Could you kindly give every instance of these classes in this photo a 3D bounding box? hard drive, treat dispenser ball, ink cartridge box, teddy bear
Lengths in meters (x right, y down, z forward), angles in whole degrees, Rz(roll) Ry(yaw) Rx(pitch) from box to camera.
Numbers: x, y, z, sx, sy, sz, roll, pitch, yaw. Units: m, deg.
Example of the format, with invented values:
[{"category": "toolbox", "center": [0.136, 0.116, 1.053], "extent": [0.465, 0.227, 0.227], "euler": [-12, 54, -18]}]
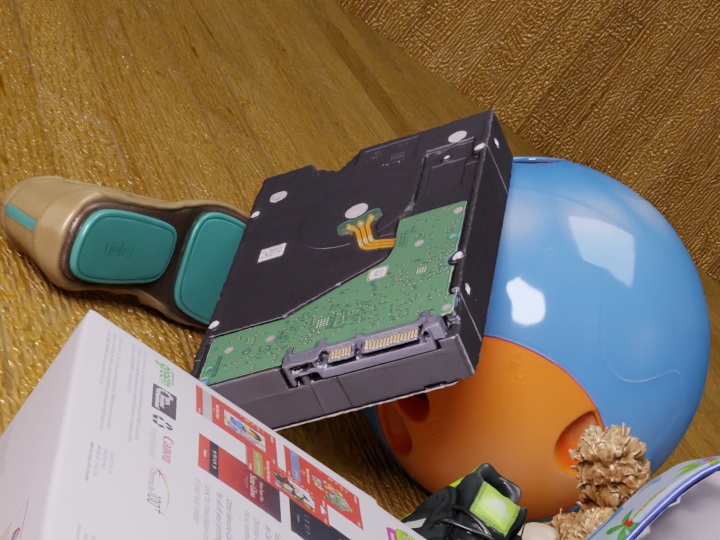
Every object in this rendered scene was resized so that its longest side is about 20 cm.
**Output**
[{"category": "hard drive", "center": [0.000, 0.000, 0.976], "extent": [0.200, 0.139, 0.038], "euler": [-75, 144, -57]}, {"category": "treat dispenser ball", "center": [0.093, 0.038, 1.091], "extent": [0.200, 0.201, 0.201], "euler": [37, 11, -9]}, {"category": "ink cartridge box", "center": [-0.043, 0.122, 0.630], "extent": [0.175, 0.084, 0.200], "euler": [34, 12, -13]}, {"category": "teddy bear", "center": [0.099, 0.146, 0.883], "extent": [0.066, 0.146, 0.200], "euler": [5, 16, -6]}]

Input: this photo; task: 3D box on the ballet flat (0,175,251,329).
[{"category": "ballet flat", "center": [-0.110, -0.015, 1.020], "extent": [0.063, 0.069, 0.200], "euler": [24, 1, 30]}]

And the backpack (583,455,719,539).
[{"category": "backpack", "center": [0.133, 0.169, 0.710], "extent": [0.183, 0.200, 0.147], "euler": [38, -5, 6]}]

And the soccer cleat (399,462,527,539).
[{"category": "soccer cleat", "center": [0.034, 0.131, 0.849], "extent": [0.067, 0.081, 0.200], "euler": [38, 11, 0]}]
